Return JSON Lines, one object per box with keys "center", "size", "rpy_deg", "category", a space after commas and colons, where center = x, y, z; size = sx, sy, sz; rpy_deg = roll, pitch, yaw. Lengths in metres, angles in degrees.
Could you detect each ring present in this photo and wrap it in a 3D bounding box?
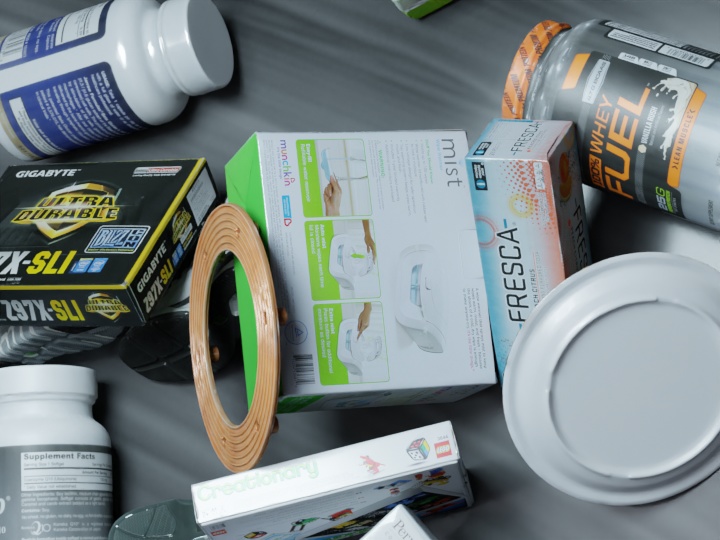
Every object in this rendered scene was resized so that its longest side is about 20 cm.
{"center": [-0.091, 0.050, 1.496], "size": [0.200, 0.019, 0.203], "rpy_deg": [177, 90, -68], "category": "ring"}

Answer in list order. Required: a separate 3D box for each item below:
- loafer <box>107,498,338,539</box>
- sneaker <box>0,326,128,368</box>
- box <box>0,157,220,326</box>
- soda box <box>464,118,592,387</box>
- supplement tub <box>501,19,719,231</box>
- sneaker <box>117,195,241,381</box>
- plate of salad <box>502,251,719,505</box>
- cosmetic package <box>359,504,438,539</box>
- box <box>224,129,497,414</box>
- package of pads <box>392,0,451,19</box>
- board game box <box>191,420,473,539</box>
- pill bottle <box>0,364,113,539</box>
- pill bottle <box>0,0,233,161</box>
{"center": [-0.102, 0.214, 1.618], "size": [0.198, 0.063, 0.072], "rpy_deg": [-9, 51, 11], "category": "loafer"}
{"center": [-0.269, 0.014, 1.691], "size": [0.199, 0.075, 0.117], "rpy_deg": [-20, 65, 40], "category": "sneaker"}
{"center": [-0.234, -0.024, 1.638], "size": [0.198, 0.050, 0.160], "rpy_deg": [0, 43, 27], "category": "box"}
{"center": [0.130, -0.009, 1.476], "size": [0.068, 0.064, 0.202], "rpy_deg": [4, 122, 24], "category": "soda box"}
{"center": [0.212, -0.112, 1.478], "size": [0.199, 0.122, 0.124], "rpy_deg": [20, 91, 26], "category": "supplement tub"}
{"center": [-0.119, 0.010, 1.654], "size": [0.200, 0.075, 0.116], "rpy_deg": [-34, 30, 38], "category": "sneaker"}
{"center": [0.198, 0.077, 1.455], "size": [0.198, 0.048, 0.202], "rpy_deg": [-3, 112, -8], "category": "plate of salad"}
{"center": [-0.007, 0.276, 1.464], "size": [0.200, 0.071, 0.102], "rpy_deg": [-43, 75, 0], "category": "cosmetic package"}
{"center": [0.000, 0.000, 1.525], "size": [0.175, 0.097, 0.202], "rpy_deg": [-3, 78, -21], "category": "box"}
{"center": [0.091, -0.315, 1.593], "size": [0.199, 0.068, 0.156], "rpy_deg": [-25, 73, 19], "category": "package of pads"}
{"center": [-0.018, 0.170, 1.509], "size": [0.198, 0.126, 0.035], "rpy_deg": [-14, 67, 2], "category": "board game box"}
{"center": [-0.262, 0.185, 1.658], "size": [0.115, 0.116, 0.202], "rpy_deg": [-7, 79, 23], "category": "pill bottle"}
{"center": [-0.212, -0.168, 1.687], "size": [0.198, 0.111, 0.112], "rpy_deg": [-14, 77, 22], "category": "pill bottle"}
